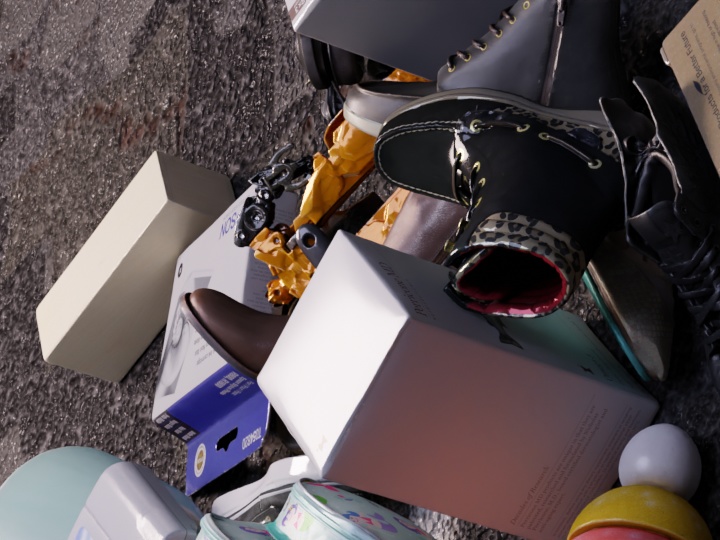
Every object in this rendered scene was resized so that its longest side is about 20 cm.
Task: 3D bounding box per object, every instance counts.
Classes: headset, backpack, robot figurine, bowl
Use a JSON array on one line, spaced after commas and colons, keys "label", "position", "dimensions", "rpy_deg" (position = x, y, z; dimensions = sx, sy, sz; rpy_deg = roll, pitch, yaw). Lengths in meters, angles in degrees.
[{"label": "headset", "position": [0.007, -0.173, 1.808], "dimensions": [0.200, 0.123, 0.094], "rpy_deg": [120, 154, -55]}, {"label": "backpack", "position": [-0.018, 0.220, 1.553], "dimensions": [0.177, 0.200, 0.151], "rpy_deg": [33, 101, 58]}, {"label": "robot figurine", "position": [0.007, -0.047, 1.726], "dimensions": [0.200, 0.058, 0.145], "rpy_deg": [-45, 80, 17]}, {"label": "bowl", "position": [-0.179, 0.228, 1.814], "dimensions": [0.105, 0.201, 0.201], "rpy_deg": [-7, 67, 43]}]

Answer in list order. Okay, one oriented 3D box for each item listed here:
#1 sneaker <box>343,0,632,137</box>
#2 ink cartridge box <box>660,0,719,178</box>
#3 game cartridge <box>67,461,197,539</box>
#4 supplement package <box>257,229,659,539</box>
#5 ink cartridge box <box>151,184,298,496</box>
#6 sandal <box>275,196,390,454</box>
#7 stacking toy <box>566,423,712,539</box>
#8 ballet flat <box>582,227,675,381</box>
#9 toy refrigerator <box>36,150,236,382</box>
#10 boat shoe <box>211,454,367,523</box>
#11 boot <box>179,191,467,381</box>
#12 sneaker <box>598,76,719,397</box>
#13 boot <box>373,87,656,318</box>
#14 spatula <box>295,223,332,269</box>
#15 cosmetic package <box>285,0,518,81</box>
[{"label": "sneaker", "position": [0.083, -0.139, 1.618], "dimensions": [0.199, 0.075, 0.107], "rpy_deg": [4, 107, 20]}, {"label": "ink cartridge box", "position": [0.273, -0.111, 1.404], "dimensions": [0.165, 0.075, 0.200], "rpy_deg": [-50, 38, 32]}, {"label": "game cartridge", "position": [-0.174, 0.236, 1.644], "dimensions": [0.133, 0.041, 0.200], "rpy_deg": [36, 108, 55]}, {"label": "supplement package", "position": [0.059, 0.075, 1.511], "dimensions": [0.117, 0.200, 0.117], "rpy_deg": [-60, 34, 16]}, {"label": "ink cartridge box", "position": [-0.109, 0.056, 1.885], "dimensions": [0.200, 0.041, 0.201], "rpy_deg": [141, 138, -61]}, {"label": "sandal", "position": [-0.022, 0.035, 1.792], "dimensions": [0.082, 0.054, 0.200], "rpy_deg": [37, 105, 57]}, {"label": "stacking toy", "position": [0.162, 0.175, 1.409], "dimensions": [0.146, 0.146, 0.200], "rpy_deg": [-27, 34, 48]}, {"label": "ballet flat", "position": [0.161, -0.011, 1.538], "dimensions": [0.062, 0.067, 0.200], "rpy_deg": [-33, 43, 4]}, {"label": "toy refrigerator", "position": [-0.187, -0.003, 2.045], "dimensions": [0.200, 0.076, 0.070], "rpy_deg": [-51, 37, 30]}, {"label": "boat shoe", "position": [-0.044, 0.180, 1.751], "dimensions": [0.200, 0.072, 0.071], "rpy_deg": [-36, 54, 57]}, {"label": "boot", "position": [0.000, 0.000, 1.670], "dimensions": [0.200, 0.186, 0.064], "rpy_deg": [-56, 5, 19]}, {"label": "sneaker", "position": [0.195, -0.011, 1.441], "dimensions": [0.060, 0.104, 0.200], "rpy_deg": [-32, 48, 44]}, {"label": "boot", "position": [0.074, -0.042, 1.507], "dimensions": [0.203, 0.074, 0.154], "rpy_deg": [6, 37, 29]}, {"label": "spatula", "position": [0.025, 0.046, 1.635], "dimensions": [0.057, 0.200, 0.021], "rpy_deg": [-41, 0, 16]}, {"label": "cosmetic package", "position": [0.055, -0.194, 1.660], "dimensions": [0.113, 0.200, 0.081], "rpy_deg": [-47, 39, 32]}]
